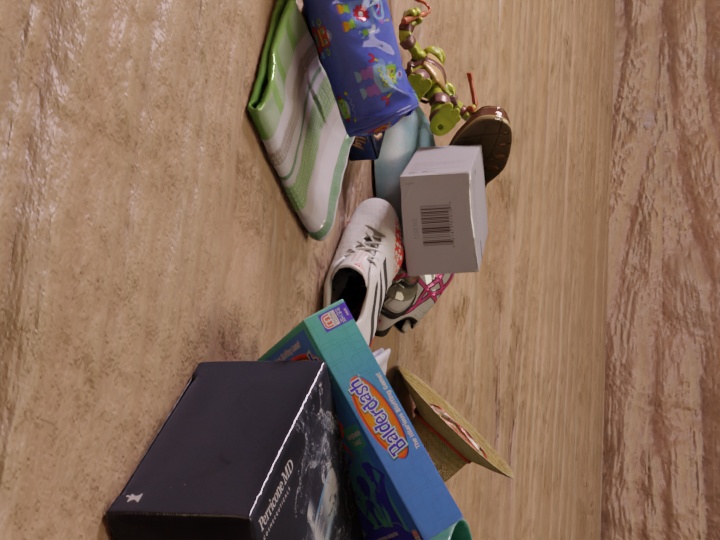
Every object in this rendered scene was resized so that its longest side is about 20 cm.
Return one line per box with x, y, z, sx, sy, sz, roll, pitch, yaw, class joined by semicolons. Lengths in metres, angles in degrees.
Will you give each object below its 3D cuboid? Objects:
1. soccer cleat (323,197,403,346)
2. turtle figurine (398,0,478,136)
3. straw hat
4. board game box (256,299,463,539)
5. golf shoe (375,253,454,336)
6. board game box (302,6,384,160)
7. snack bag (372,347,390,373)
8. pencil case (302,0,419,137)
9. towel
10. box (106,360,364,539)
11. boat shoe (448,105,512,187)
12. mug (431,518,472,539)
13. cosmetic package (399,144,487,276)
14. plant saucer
0.000;0.000;1.495;0.085;0.068;0.201;77;25;-56;soccer cleat
0.076;-0.234;1.723;0.201;0.064;0.162;57;21;-24;turtle figurine
0.086;0.208;1.721;0.085;0.201;0.201;-48;160;3;straw hat
-0.008;0.140;1.222;0.201;0.045;0.152;61;-26;6;board game box
0.052;0.022;1.671;0.200;0.072;0.093;-14;117;-64;golf shoe
-0.006;-0.236;1.537;0.201;0.034;0.136;71;24;-45;board game box
-0.018;0.188;1.433;0.188;0.021;0.202;-25;127;-71;snack bag
-0.004;-0.230;1.386;0.078;0.086;0.202;-6;-76;65;pencil case
-0.052;-0.143;1.395;0.201;0.030;0.150;65;28;-52;towel
-0.086;0.205;1.127;0.197;0.116;0.202;-63;147;-56;box
0.133;-0.137;1.753;0.201;0.071;0.068;109;-10;-57;boat shoe
0.057;0.346;1.585;0.185;0.113;0.153;56;36;-61;mug
0.094;-0.070;1.606;0.200;0.080;0.114;-59;145;-73;cosmetic package
0.061;-0.122;1.743;0.201;0.038;0.203;0;90;-72;plant saucer
